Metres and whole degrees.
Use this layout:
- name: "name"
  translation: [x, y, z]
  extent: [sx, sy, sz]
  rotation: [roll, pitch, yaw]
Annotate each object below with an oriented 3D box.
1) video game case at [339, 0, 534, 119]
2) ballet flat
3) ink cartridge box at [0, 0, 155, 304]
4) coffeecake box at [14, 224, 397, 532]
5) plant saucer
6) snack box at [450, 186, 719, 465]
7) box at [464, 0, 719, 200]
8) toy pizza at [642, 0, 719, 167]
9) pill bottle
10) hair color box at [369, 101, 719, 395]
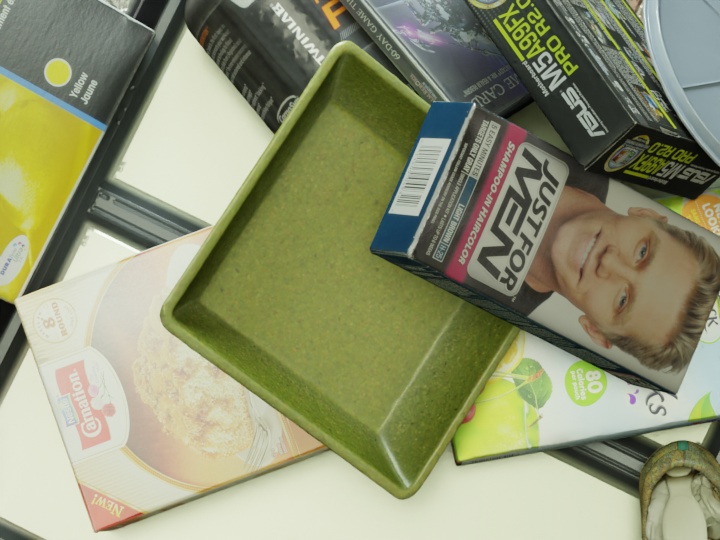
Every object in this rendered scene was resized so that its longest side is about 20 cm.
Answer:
- name: "video game case"
  translation: [0.041, -0.180, 1.733]
  extent: [0.200, 0.143, 0.019]
  rotation: [51, 132, 6]
- name: "ballet flat"
  translation: [0.203, 0.204, 1.698]
  extent: [0.070, 0.071, 0.201]
  rotation: [-5, 84, 2]
- name: "ink cartridge box"
  translation: [-0.258, -0.111, 1.739]
  extent: [0.199, 0.047, 0.198]
  rotation: [28, 86, -21]
- name: "coffeecake box"
  translation: [-0.094, 0.057, 1.732]
  extent: [0.199, 0.073, 0.154]
  rotation: [-20, 85, 0]
- name: "plant saucer"
  translation: [0.000, 0.000, 1.651]
  extent: [0.199, 0.048, 0.200]
  rotation: [37, 79, -22]
- name: "snack box"
  translation: [0.144, 0.035, 1.734]
  extent: [0.199, 0.053, 0.143]
  rotation: [-9, 84, 1]
- name: "box"
  translation: [0.130, -0.139, 1.677]
  extent: [0.044, 0.160, 0.200]
  rotation: [-41, 67, 19]
- name: "toy pizza"
  translation: [0.246, -0.114, 1.707]
  extent: [0.199, 0.032, 0.201]
  rotation: [21, 51, -27]
- name: "pill bottle"
  translation: [-0.038, -0.147, 1.736]
  extent: [0.106, 0.106, 0.200]
  rotation: [-40, 84, -2]
- name: "hair color box"
  translation: [0.115, -0.013, 1.642]
  extent: [0.199, 0.060, 0.100]
  rotation: [26, 83, -24]
